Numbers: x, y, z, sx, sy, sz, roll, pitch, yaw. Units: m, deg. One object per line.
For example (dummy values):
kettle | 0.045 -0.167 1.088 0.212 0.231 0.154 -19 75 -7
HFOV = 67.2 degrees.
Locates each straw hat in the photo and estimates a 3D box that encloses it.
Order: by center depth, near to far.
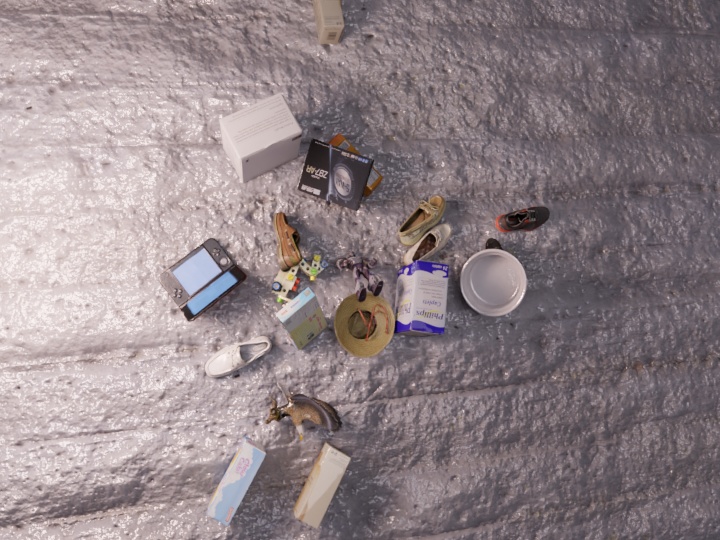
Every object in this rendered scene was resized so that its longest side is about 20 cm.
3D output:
straw hat | -0.002 0.163 1.606 0.198 0.085 0.205 5 78 -25

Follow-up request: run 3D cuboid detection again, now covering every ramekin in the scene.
ramekin | 0.411 0.032 1.669 0.197 0.098 0.205 2 97 18

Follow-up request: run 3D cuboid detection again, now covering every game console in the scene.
game console | -0.444 0.020 1.515 0.199 0.119 0.173 -39 91 -15

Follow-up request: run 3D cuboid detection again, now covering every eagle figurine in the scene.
eagle figurine | -0.152 0.397 1.512 0.196 0.153 0.153 -7 119 3

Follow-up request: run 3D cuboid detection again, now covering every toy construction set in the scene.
toy construction set | -0.186 0.035 1.589 0.129 0.092 0.203 25 66 -8

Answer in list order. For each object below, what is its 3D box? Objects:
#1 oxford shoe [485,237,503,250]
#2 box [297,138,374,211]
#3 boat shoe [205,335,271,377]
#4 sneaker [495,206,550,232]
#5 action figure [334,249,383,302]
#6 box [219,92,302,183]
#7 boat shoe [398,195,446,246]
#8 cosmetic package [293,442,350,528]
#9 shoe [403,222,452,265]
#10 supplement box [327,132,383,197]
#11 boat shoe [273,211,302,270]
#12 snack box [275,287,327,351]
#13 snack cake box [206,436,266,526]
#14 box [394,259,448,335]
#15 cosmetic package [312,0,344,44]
oxford shoe | 0.467 -0.017 1.750 0.084 0.072 0.203 -25 90 -30
box | -0.076 -0.288 1.634 0.197 0.044 0.163 20 100 2
boat shoe | -0.345 0.239 1.527 0.198 0.069 0.072 -26 89 -14
sneaker | 0.544 -0.169 1.775 0.197 0.082 0.078 -16 85 -14
action figure | 0.000 0.000 1.602 0.128 0.070 0.201 -11 42 -17
box | -0.287 -0.379 1.569 0.197 0.200 0.132 -28 86 -15
boat shoe | 0.195 -0.165 1.696 0.073 0.063 0.201 29 73 38
cosmetic package | -0.107 0.590 1.501 0.070 0.105 0.202 29 75 -5
shoe | 0.220 -0.081 1.706 0.199 0.053 0.070 -41 91 -15
supplement box | -0.022 -0.326 1.686 0.069 0.067 0.200 -43 92 -17
boat shoe | -0.206 -0.092 1.576 0.067 0.072 0.203 -21 57 10
snack box | -0.160 0.140 1.520 0.116 0.201 0.037 -40 62 -15
snack cake box | -0.332 0.561 1.458 0.067 0.115 0.202 29 76 -6
box | 0.175 0.088 1.604 0.103 0.184 0.204 7 79 -12
cosmetic package | -0.107 -0.842 1.729 0.070 0.105 0.204 -7 84 -14
